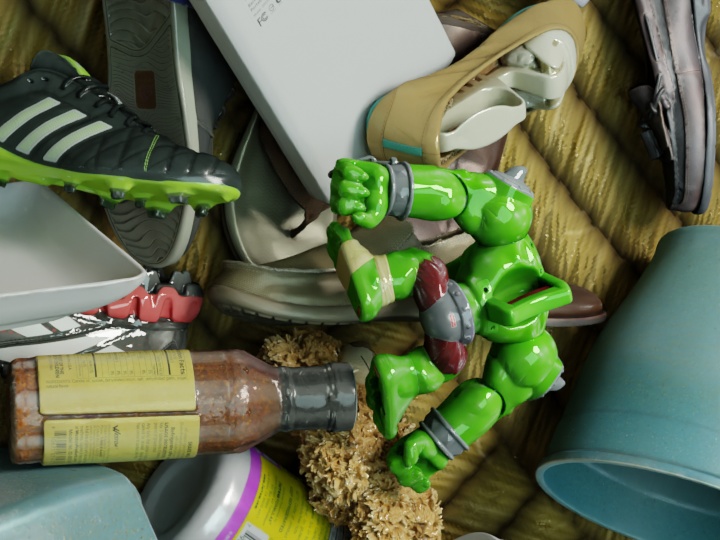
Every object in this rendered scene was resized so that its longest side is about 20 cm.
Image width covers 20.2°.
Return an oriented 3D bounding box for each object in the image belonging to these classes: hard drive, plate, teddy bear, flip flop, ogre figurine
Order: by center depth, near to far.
[{"bbox_3d":[-0.241,0.000,1.101,0.199,0.200,0.032,-8,110,-25],"label":"plate"},{"bbox_3d":[-0.023,-0.152,1.178,0.132,0.027,0.200,-51,137,-19],"label":"hard drive"},{"bbox_3d":[0.055,0.023,1.178,0.120,0.098,0.200,-16,90,-12],"label":"ogre figurine"},{"bbox_3d":[0.007,0.120,1.246,0.067,0.200,0.145,-36,145,26],"label":"teddy bear"},{"bbox_3d":[-0.030,-0.082,1.265,0.081,0.058,0.200,17,92,-26],"label":"flip flop"}]

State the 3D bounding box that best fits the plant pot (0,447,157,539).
[{"bbox_3d":[-0.212,0.204,1.151,0.200,0.196,0.197,-29,108,-26],"label":"plant pot"}]

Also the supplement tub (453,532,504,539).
[{"bbox_3d":[0.133,0.271,1.342,0.200,0.145,0.146,31,83,-25],"label":"supplement tub"}]

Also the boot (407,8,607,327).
[{"bbox_3d":[0.095,-0.067,1.330,0.186,0.064,0.200,9,89,-28],"label":"boot"}]

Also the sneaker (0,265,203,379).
[{"bbox_3d":[-0.190,0.045,1.199,0.200,0.071,0.098,2,94,-27],"label":"sneaker"}]

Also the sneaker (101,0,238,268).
[{"bbox_3d":[-0.097,-0.105,1.211,0.106,0.075,0.200,-18,115,-53],"label":"sneaker"}]

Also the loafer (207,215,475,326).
[{"bbox_3d":[0.000,0.000,1.244,0.200,0.076,0.068,0,88,-26],"label":"loafer"}]

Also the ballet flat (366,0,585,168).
[{"bbox_3d":[0.090,-0.109,1.251,0.200,0.063,0.069,-34,131,-34],"label":"ballet flat"}]

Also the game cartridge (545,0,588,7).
[{"bbox_3d":[0.114,-0.272,1.288,0.133,0.041,0.200,-53,126,-24],"label":"game cartridge"}]

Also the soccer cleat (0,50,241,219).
[{"bbox_3d":[-0.157,-0.080,1.149,0.068,0.200,0.081,33,69,-69],"label":"soccer cleat"}]

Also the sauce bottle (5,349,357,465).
[{"bbox_3d":[-0.103,0.078,1.161,0.200,0.066,0.066,0,97,-13],"label":"sauce bottle"}]

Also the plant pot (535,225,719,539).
[{"bbox_3d":[0.238,0.079,1.351,0.200,0.200,0.188,27,70,-26],"label":"plant pot"}]

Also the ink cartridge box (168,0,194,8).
[{"bbox_3d":[-0.034,-0.241,1.192,0.199,0.041,0.200,8,84,-49],"label":"ink cartridge box"}]

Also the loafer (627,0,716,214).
[{"bbox_3d":[0.204,-0.137,1.374,0.063,0.072,0.200,-2,92,-5],"label":"loafer"}]

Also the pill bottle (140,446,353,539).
[{"bbox_3d":[-0.043,0.191,1.271,0.200,0.104,0.104,39,80,-25],"label":"pill bottle"}]
